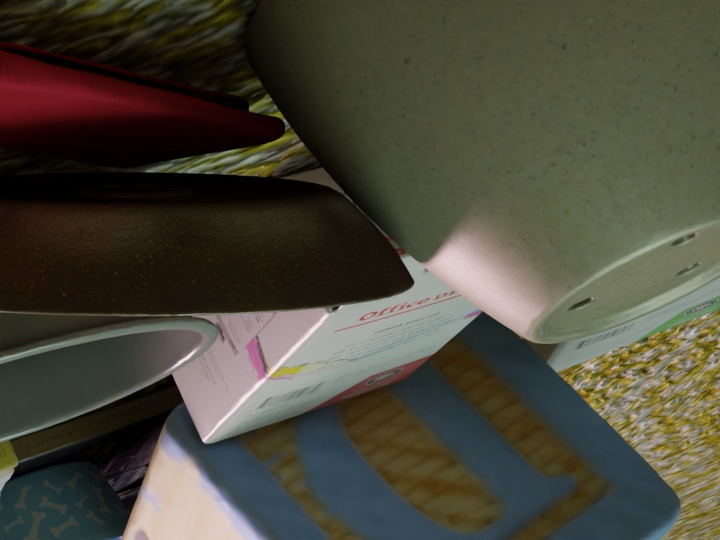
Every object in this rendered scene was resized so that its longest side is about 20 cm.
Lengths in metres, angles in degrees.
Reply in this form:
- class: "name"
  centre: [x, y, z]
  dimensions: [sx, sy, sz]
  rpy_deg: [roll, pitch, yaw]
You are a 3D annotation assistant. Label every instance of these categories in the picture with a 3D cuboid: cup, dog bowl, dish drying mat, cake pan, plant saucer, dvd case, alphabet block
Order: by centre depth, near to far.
- class: "dish drying mat"
  centre: [-0.102, -0.056, 0.962]
  dimensions: [0.077, 0.018, 0.200]
  rpy_deg: [-9, 173, 24]
- class: "plant saucer"
  centre: [-0.080, -0.013, 1.003]
  dimensions: [0.200, 0.037, 0.200]
  rpy_deg: [1, -173, 0]
- class: "cup"
  centre: [0.077, -0.058, 1.024]
  dimensions: [0.200, 0.143, 0.200]
  rpy_deg: [-23, 166, -6]
- class: "cake pan"
  centre: [-0.158, 0.041, 1.152]
  dimensions: [0.200, 0.037, 0.200]
  rpy_deg: [-19, 171, -3]
- class: "alphabet block"
  centre: [0.008, 0.151, 1.404]
  dimensions: [0.196, 0.195, 0.200]
  rpy_deg: [-28, 154, -36]
- class: "dog bowl"
  centre: [-0.202, 0.158, 1.449]
  dimensions: [0.200, 0.050, 0.111]
  rpy_deg: [-30, 165, 24]
- class: "dvd case"
  centre: [-0.182, 0.112, 1.449]
  dimensions: [0.200, 0.016, 0.149]
  rpy_deg: [-19, 166, -24]

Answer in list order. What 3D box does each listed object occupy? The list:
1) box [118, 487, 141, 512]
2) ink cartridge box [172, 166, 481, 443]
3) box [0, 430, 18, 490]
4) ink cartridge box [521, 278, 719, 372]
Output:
- class: "box"
  centre: [-0.080, 0.220, 1.593]
  dimensions: [0.107, 0.200, 0.148]
  rpy_deg: [-24, 171, 29]
- class: "ink cartridge box"
  centre: [0.000, 0.000, 1.252]
  dimensions: [0.116, 0.068, 0.200]
  rpy_deg: [-16, 165, -31]
- class: "box"
  centre: [-0.256, 0.107, 1.248]
  dimensions: [0.200, 0.050, 0.075]
  rpy_deg: [-18, 164, -23]
- class: "ink cartridge box"
  centre: [0.146, -0.021, 1.407]
  dimensions: [0.117, 0.067, 0.200]
  rpy_deg: [-20, 166, -14]
